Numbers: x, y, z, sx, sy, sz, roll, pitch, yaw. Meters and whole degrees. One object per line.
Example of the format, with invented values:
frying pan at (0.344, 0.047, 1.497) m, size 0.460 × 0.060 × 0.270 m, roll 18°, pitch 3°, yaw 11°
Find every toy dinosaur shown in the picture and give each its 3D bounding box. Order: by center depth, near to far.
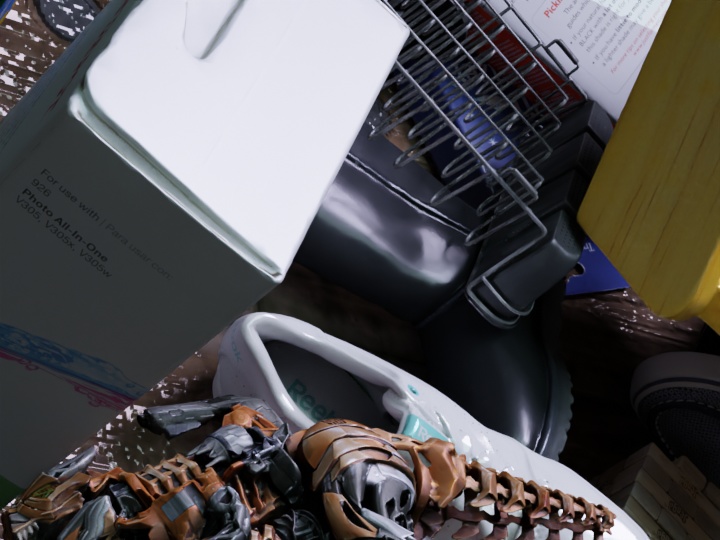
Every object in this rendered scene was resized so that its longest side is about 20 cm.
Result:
toy dinosaur at (-0.009, 0.091, 0.568) m, size 0.199 × 0.102 × 0.136 m, roll -16°, pitch 54°, yaw -6°

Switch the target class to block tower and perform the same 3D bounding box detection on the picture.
block tower at (0.102, 0.156, 0.757) m, size 0.054 × 0.058 × 0.200 m, roll 45°, pitch 38°, yaw -6°

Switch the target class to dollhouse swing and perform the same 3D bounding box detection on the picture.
dollhouse swing at (0.227, -0.021, 0.772) m, size 0.176 × 0.182 × 0.200 m, roll 29°, pitch 11°, yaw 35°

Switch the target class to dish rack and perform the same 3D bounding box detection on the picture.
dish rack at (0.036, -0.091, 0.780) m, size 0.200 × 0.054 × 0.154 m, roll 48°, pitch 31°, yaw -15°

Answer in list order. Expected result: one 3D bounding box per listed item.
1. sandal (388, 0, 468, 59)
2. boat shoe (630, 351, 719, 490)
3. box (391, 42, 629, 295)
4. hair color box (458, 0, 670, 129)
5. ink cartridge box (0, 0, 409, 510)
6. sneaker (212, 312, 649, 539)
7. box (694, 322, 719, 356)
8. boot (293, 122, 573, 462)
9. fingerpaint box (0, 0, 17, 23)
sandal at (-0.041, -0.138, 0.842) m, size 0.199 × 0.075 × 0.045 m, roll 20°, pitch 54°, yaw -21°
boat shoe at (0.209, 0.125, 0.864) m, size 0.200 × 0.075 × 0.093 m, roll 33°, pitch 49°, yaw -18°
box at (0.079, -0.080, 0.934) m, size 0.121 × 0.032 × 0.201 m, roll -6°, pitch 65°, yaw -45°
hair color box at (0.091, -0.157, 0.897) m, size 0.200 × 0.061 × 0.102 m, roll 40°, pitch 79°, yaw -12°
ink cartridge box at (-0.090, -0.019, 0.600) m, size 0.087 × 0.200 × 0.146 m, roll 39°, pitch 41°, yaw -13°
sneaker at (0.029, 0.080, 0.681) m, size 0.199 × 0.089 × 0.075 m, roll 29°, pitch 70°, yaw 5°
box at (0.276, 0.034, 0.958) m, size 0.143 × 0.036 × 0.200 m, roll 29°, pitch 28°, yaw 16°
boot at (0.000, 0.000, 0.770) m, size 0.200 × 0.066 × 0.165 m, roll 36°, pitch 32°, yaw -22°
fingerpaint box at (-0.151, -0.137, 0.660) m, size 0.073 × 0.167 × 0.200 m, roll 34°, pitch 42°, yaw -15°
